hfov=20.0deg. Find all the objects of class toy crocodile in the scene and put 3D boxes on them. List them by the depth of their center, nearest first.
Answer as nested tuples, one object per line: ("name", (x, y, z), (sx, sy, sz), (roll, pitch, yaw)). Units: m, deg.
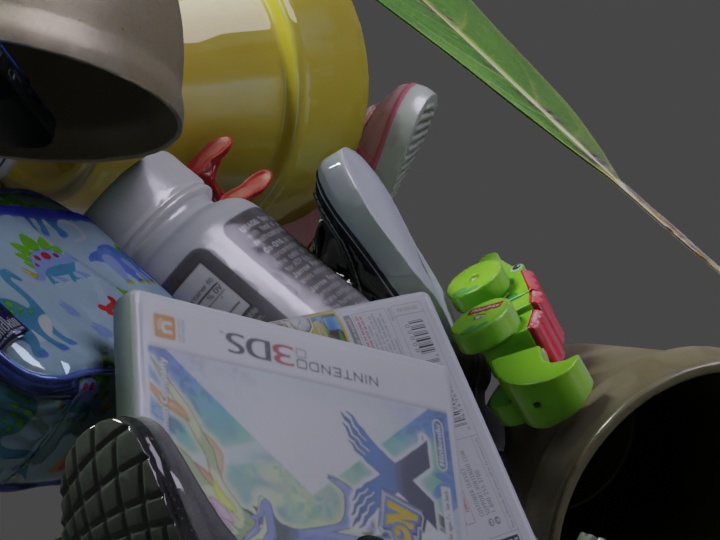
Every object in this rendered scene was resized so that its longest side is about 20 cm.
("toy crocodile", (0.093, 0.036, 1.200), (0.068, 0.062, 0.200), (61, 8, -15))

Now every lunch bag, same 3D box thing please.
("lunch bag", (-0.168, 0.025, 0.969), (0.161, 0.083, 0.200), (41, 16, 22))

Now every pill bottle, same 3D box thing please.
("pill bottle", (-0.062, 0.034, 1.099), (0.200, 0.114, 0.114), (41, 17, 10))

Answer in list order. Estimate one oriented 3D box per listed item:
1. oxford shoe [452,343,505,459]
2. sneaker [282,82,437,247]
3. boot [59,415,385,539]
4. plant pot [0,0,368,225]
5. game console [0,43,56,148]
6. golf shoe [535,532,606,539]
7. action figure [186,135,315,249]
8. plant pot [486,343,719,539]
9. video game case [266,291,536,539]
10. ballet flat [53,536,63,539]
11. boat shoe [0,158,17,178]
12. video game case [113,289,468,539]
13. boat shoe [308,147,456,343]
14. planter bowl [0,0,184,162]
("oxford shoe", (0.035, 0.074, 1.264), (0.084, 0.073, 0.200), (22, 15, -11))
("sneaker", (-0.026, -0.064, 1.334), (0.105, 0.200, 0.075), (30, 50, 2))
("boot", (-0.034, 0.135, 0.830), (0.132, 0.070, 0.200), (-27, 96, -48))
("plant pot", (-0.128, -0.113, 1.248), (0.189, 0.201, 0.201), (-13, 51, -48))
("game console", (-0.261, -0.054, 0.929), (0.199, 0.119, 0.171), (5, -17, 10))
("golf shoe", (0.074, 0.175, 1.068), (0.200, 0.097, 0.078), (15, -11, 33))
("action figure", (-0.024, -0.014, 1.237), (0.065, 0.099, 0.200), (43, -15, 39))
("plant pot", (0.160, 0.123, 1.222), (0.200, 0.200, 0.174), (28, 4, -29))
("video game case", (0.006, 0.114, 0.970), (0.182, 0.023, 0.200), (-10, 73, -46))
("ballet flat", (-0.080, 0.130, 0.923), (0.067, 0.046, 0.200), (44, 18, 22))
("boat shoe", (-0.237, -0.147, 1.148), (0.067, 0.073, 0.201), (-28, 109, -77))
("video game case", (-0.025, 0.118, 0.904), (0.182, 0.022, 0.200), (15, 56, -34))
("boat shoe", (0.000, 0.000, 1.161), (0.200, 0.068, 0.072), (56, 11, -62))
("planter bowl", (-0.180, -0.148, 1.037), (0.200, 0.135, 0.200), (7, -14, 2))
